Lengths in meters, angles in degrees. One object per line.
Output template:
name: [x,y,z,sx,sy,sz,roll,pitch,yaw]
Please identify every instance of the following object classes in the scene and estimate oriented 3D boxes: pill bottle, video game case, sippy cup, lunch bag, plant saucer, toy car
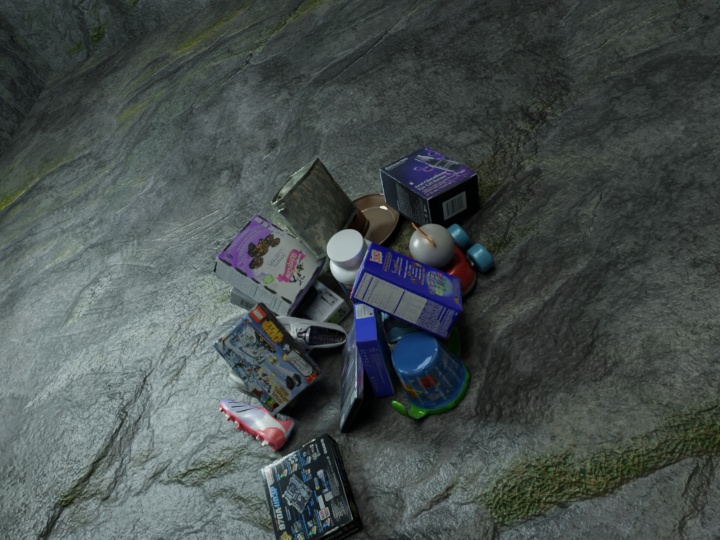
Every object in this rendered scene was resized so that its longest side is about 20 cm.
pill bottle: [0.000,0.000,1.491,0.111,0.200,0.111,-11,54,16]
video game case: [-0.018,0.209,1.389,0.019,0.143,0.200,10,48,-10]
video game case: [-0.148,0.103,1.615,0.181,0.045,0.200,-45,44,-11]
sippy cup: [0.126,0.188,1.310,0.140,0.130,0.178,-17,46,19]
lunch bag: [-0.112,-0.131,1.531,0.118,0.164,0.200,-29,19,30]
plant saucer: [0.012,-0.108,1.705,0.200,0.037,0.201,-17,46,18]
toy car: [0.151,-0.045,1.443,0.184,0.200,0.177,-38,43,-2]

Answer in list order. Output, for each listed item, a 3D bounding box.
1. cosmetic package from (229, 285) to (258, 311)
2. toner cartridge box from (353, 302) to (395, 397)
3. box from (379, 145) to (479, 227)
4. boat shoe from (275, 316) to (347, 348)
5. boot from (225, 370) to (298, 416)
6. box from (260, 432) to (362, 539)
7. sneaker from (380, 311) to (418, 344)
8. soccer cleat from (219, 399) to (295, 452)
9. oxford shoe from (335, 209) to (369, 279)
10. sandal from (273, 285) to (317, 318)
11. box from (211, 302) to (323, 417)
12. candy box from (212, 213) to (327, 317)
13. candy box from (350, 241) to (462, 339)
cosmetic package: [-0.226,0.004,1.636,0.101,0.071,0.200,25,62,0]
toner cartridge box: [0.029,0.158,1.343,0.043,0.200,0.095,-9,48,8]
box: [0.162,-0.193,1.608,0.148,0.104,0.200,-30,41,-20]
boat shoe: [-0.124,0.141,1.478,0.069,0.200,0.072,173,107,-71]
boot: [-0.197,0.228,1.507,0.200,0.068,0.131,20,81,33]
box: [-0.098,0.434,1.300,0.159,0.046,0.200,-31,44,6]
sneaker: [0.084,0.079,1.409,0.079,0.096,0.200,-19,9,9]
soccer cleat: [-0.227,0.320,1.469,0.200,0.067,0.076,21,58,39]
oxford shoe: [-0.034,-0.066,1.623,0.071,0.071,0.200,-6,53,26]
sandal: [-0.163,0.115,1.557,0.075,0.048,0.200,14,49,41]
box: [-0.194,0.185,1.423,0.137,0.040,0.200,-41,83,2]
candy box: [-0.204,-0.012,1.551,0.200,0.072,0.168,31,50,3]
candy box: [0.090,0.034,1.310,0.169,0.200,0.077,-69,4,-70]
